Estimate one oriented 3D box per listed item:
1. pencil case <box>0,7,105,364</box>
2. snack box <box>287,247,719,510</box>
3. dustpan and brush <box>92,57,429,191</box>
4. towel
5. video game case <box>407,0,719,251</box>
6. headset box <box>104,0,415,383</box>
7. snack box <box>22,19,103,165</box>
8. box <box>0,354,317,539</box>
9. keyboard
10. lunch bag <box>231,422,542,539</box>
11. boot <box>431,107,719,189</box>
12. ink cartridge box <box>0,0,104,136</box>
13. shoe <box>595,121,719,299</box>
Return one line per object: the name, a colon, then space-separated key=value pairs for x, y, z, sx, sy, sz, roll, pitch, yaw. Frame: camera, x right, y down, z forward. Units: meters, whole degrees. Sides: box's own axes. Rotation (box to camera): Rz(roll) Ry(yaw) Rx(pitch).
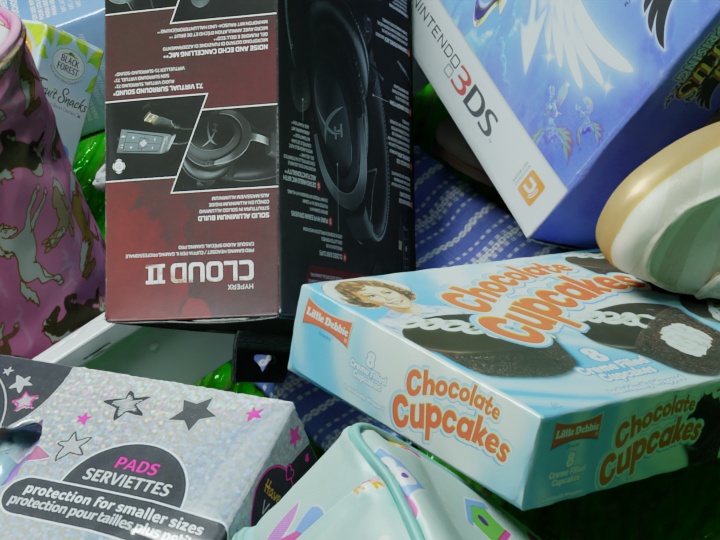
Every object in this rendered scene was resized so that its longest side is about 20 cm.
pencil case: x=-0.150 y=-0.019 z=0.766 sx=0.083 sy=0.200 sz=0.087 roll=-14 pitch=39 yaw=6
snack box: x=0.085 y=0.032 z=0.671 sx=0.200 sy=0.037 sz=0.116 roll=-7 pitch=25 yaw=-44
dustpan and brush: x=-0.051 y=-0.074 z=0.860 sx=0.139 sy=0.057 sz=0.200 roll=-8 pitch=29 yaw=43
towel: x=0.000 y=0.000 z=0.828 sx=0.145 sy=0.024 sz=0.200 roll=-33 pitch=42 yaw=-16
video game case: x=0.098 y=-0.141 z=0.742 sx=0.045 sy=0.200 sz=0.181 roll=8 pitch=41 yaw=-41
headset box: x=-0.036 y=-0.055 z=0.730 sx=0.077 sy=0.149 sz=0.200 roll=-1 pitch=86 yaw=22
snack box: x=-0.235 y=-0.061 z=0.910 sx=0.200 sy=0.053 sz=0.143 roll=12 pitch=86 yaw=30
box: x=-0.112 y=0.111 z=0.655 sx=0.200 sy=0.132 sz=0.115 roll=6 pitch=47 yaw=27
keyboard: x=-0.134 y=0.064 z=0.766 sx=0.200 sy=0.056 sz=0.011 roll=-33 pitch=43 yaw=-11
lunch bag: x=0.047 y=0.151 z=0.535 sx=0.077 sy=0.160 sz=0.200 roll=-41 pitch=39 yaw=12
boot: x=0.124 y=-0.091 z=0.783 sx=0.200 sy=0.146 sz=0.070 roll=21 pitch=25 yaw=31
ink cartridge box: x=-0.159 y=-0.140 z=1.013 sx=0.200 sy=0.076 sz=0.137 roll=-21 pitch=39 yaw=-1
shoe: x=0.183 y=-0.021 z=0.705 sx=0.200 sy=0.070 sz=0.053 roll=-6 pitch=38 yaw=-28
